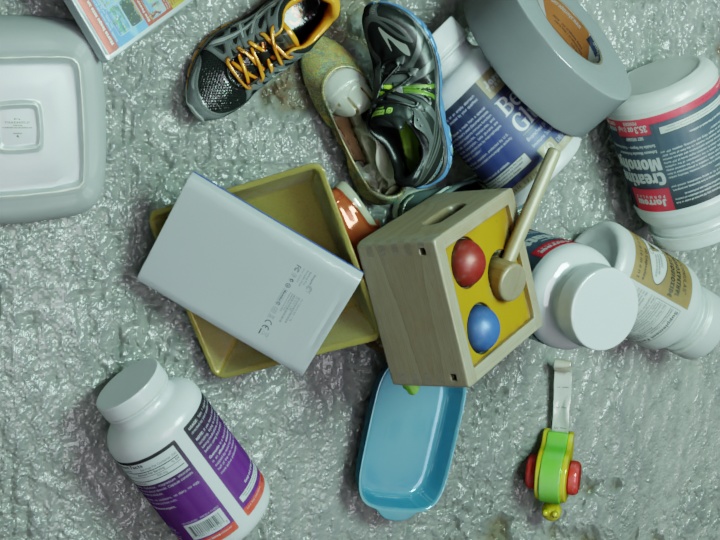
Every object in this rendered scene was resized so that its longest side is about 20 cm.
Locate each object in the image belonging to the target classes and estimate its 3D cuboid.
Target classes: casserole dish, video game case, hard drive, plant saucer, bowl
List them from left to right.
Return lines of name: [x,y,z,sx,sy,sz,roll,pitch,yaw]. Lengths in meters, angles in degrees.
bowl: [-0.333,-0.140,1.277,0.198,0.074,0.203,-6,103,-27]
video game case: [-0.214,-0.317,1.304,0.200,0.017,0.144,-43,116,-30]
hard drive: [-0.114,0.005,1.361,0.198,0.025,0.133,30,116,-4]
plant saucer: [-0.094,-0.003,1.394,0.198,0.049,0.202,-15,110,16]
casserole dish: [0.054,0.188,1.553,0.120,0.039,0.203,10,96,-28]

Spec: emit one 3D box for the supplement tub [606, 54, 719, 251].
supplement tub: [0.379,-0.140,1.592,0.139,0.140,0.202,-30,111,-18]

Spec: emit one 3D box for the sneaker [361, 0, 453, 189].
sneaker: [0.044,-0.182,1.394,0.082,0.070,0.202,-28,108,-50]

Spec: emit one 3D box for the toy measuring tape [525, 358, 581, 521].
toy measuring tape: [0.237,0.213,1.627,0.073,0.073,0.203,-4,104,-25]

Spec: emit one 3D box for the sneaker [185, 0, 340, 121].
sneaker: [-0.100,-0.231,1.373,0.200,0.077,0.078,-46,117,-10]

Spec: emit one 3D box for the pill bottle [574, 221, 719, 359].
pill bottle: [0.348,0.031,1.625,0.199,0.114,0.115,27,88,-28]

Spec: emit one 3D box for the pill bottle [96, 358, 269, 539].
pill bottle: [-0.187,0.192,1.392,0.112,0.112,0.201,-39,114,-14]

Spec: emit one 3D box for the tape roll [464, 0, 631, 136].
tape roll: [0.204,-0.244,1.454,0.199,0.202,0.066,34,122,-28]

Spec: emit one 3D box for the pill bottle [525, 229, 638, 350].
pill bottle: [0.219,0.023,1.511,0.118,0.199,0.121,-5,102,-25]

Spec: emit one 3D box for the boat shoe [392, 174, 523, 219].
boat shoe: [0.135,-0.075,1.527,0.198,0.062,0.074,-12,103,-25]

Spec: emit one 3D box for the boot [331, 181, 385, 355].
boot: [0.000,0.000,1.472,0.107,0.075,0.201,-42,114,-19]

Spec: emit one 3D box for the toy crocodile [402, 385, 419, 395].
toy crocodile: [0.084,0.049,1.496,0.068,0.061,0.201,62,40,-40]

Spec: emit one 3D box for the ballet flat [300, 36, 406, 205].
ballet flat: [-0.001,-0.160,1.442,0.070,0.071,0.202,-31,112,-18]

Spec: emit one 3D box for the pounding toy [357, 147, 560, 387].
pounding toy: [0.120,-0.006,1.388,0.199,0.141,0.186,-33,114,-46]

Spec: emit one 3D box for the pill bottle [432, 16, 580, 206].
pill bottle: [0.137,-0.176,1.462,0.111,0.111,0.200,-45,95,-12]
